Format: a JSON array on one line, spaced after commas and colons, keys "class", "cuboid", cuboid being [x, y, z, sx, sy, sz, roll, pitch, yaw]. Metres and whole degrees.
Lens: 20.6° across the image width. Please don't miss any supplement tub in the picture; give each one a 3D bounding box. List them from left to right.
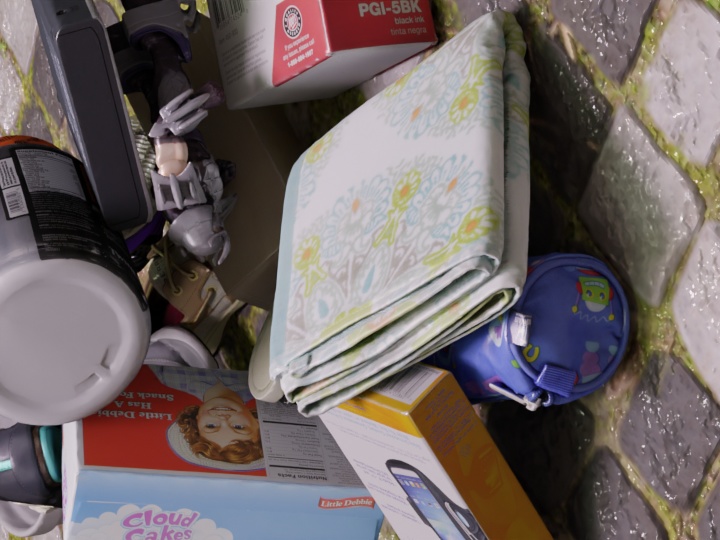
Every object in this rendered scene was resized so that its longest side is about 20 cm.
[{"class": "supplement tub", "cuboid": [-0.207, -0.002, 1.253, 0.200, 0.122, 0.123, -121, 34, -58]}]

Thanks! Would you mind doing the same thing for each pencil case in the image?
[{"class": "pencil case", "cuboid": [0.068, 0.041, 1.119, 0.200, 0.078, 0.087, -12, 54, 60]}]

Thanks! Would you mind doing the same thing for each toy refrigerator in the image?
[{"class": "toy refrigerator", "cuboid": [-0.083, -0.074, 1.338, 0.076, 0.070, 0.201, -40, 58, 18]}]

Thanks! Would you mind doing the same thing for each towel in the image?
[{"class": "towel", "cuboid": [0.025, -0.031, 1.098, 0.171, 0.048, 0.201, -32, 38, 34]}]

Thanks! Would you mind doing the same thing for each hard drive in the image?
[{"class": "hard drive", "cuboid": [-0.179, -0.131, 1.256, 0.200, 0.033, 0.140, -121, 16, -57]}]

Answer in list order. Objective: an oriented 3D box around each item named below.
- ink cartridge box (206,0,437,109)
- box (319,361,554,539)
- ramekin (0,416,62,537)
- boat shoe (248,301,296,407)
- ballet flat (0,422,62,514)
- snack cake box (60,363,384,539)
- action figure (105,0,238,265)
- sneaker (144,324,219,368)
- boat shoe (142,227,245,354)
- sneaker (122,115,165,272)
[{"class": "ink cartridge box", "cuboid": [-0.038, -0.216, 1.227, 0.147, 0.082, 0.202, -18, 83, 60]}, {"class": "box", "cuboid": [0.050, 0.130, 1.140, 0.119, 0.041, 0.201, 15, 145, 54]}, {"class": "ramekin", "cuboid": [-0.253, 0.114, 1.653, 0.200, 0.104, 0.202, 21, 115, 55]}, {"class": "boat shoe", "cuboid": [0.001, 0.001, 1.233, 0.200, 0.066, 0.075, -65, 26, 12]}, {"class": "ballet flat", "cuboid": [-0.220, 0.133, 1.358, 0.200, 0.072, 0.074, 44, -148, -80]}, {"class": "snack cake box", "cuboid": [-0.089, 0.122, 1.264, 0.115, 0.198, 0.068, -103, 22, -53]}, {"class": "action figure", "cuboid": [-0.112, -0.091, 1.239, 0.130, 0.069, 0.201, 101, 155, -60]}, {"class": "sneaker", "cuboid": [-0.118, 0.138, 1.391, 0.200, 0.115, 0.075, 46, 142, 21]}, {"class": "boat shoe", "cuboid": [-0.122, 0.004, 1.442, 0.074, 0.066, 0.201, 59, 143, 31]}, {"class": "sneaker", "cuboid": [-0.174, -0.034, 1.459, 0.200, 0.069, 0.100, -77, -7, -63]}]
